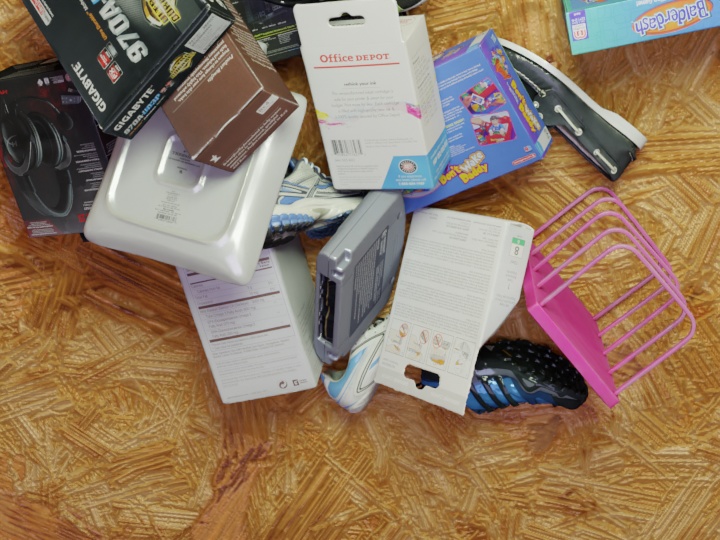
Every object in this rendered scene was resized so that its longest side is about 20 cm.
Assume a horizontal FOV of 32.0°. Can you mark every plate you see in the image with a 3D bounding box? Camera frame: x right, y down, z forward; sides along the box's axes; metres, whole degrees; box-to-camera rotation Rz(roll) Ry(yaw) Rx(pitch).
[{"bbox_3d":[-0.172,-0.105,1.261,0.197,0.032,0.203,15,83,18],"label":"plate"}]

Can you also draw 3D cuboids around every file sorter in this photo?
[{"bbox_3d":[0.258,0.015,1.320,0.125,0.200,0.139,-38,105,16],"label":"file sorter"}]

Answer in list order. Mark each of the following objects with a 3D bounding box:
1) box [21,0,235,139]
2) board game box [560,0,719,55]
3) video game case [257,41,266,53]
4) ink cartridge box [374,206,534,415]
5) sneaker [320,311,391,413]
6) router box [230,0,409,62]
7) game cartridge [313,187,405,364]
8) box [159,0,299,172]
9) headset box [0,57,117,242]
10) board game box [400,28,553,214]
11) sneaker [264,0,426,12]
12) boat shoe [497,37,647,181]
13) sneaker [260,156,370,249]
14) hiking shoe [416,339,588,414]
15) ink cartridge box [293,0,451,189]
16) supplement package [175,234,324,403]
[{"bbox_3d":[-0.226,-0.252,1.191,0.159,0.046,0.201,-43,65,18],"label":"box"},{"bbox_3d":[0.295,-0.266,1.219,0.197,0.153,0.046,-9,113,11],"label":"board game box"},{"bbox_3d":[-0.195,-0.179,1.338,0.198,0.022,0.184,19,123,17],"label":"video game case"},{"bbox_3d":[0.097,0.039,1.336,0.050,0.160,0.203,10,93,-36],"label":"ink cartridge box"},{"bbox_3d":[0.029,0.078,1.442,0.072,0.072,0.200,40,108,-1],"label":"sneaker"},{"bbox_3d":[-0.062,-0.304,1.289,0.197,0.062,0.152,-12,112,11],"label":"router box"},{"bbox_3d":[0.000,0.000,1.350,0.041,0.133,0.201,33,149,19],"label":"game cartridge"},{"bbox_3d":[-0.155,-0.206,1.212,0.100,0.075,0.201,-41,64,19],"label":"box"},{"bbox_3d":[-0.312,-0.127,1.365,0.147,0.077,0.203,-3,113,28],"label":"headset box"},{"bbox_3d":[0.082,-0.149,1.316,0.198,0.045,0.135,-20,111,35],"label":"board game box"},{"bbox_3d":[-0.020,-0.276,1.216,0.197,0.083,0.073,-1,114,6],"label":"sneaker"},{"bbox_3d":[0.207,-0.167,1.309,0.199,0.076,0.061,34,95,-7],"label":"boat shoe"},{"bbox_3d":[-0.054,-0.083,1.329,0.077,0.199,0.086,-30,79,34],"label":"sneaker"},{"bbox_3d":[0.163,0.128,1.454,0.197,0.075,0.088,16,122,10],"label":"hiking shoe"},{"bbox_3d":[0.014,-0.184,1.251,0.114,0.068,0.202,2,123,24],"label":"ink cartridge box"},{"bbox_3d":[-0.120,0.027,1.409,0.116,0.117,0.203,-11,111,13],"label":"supplement package"}]
